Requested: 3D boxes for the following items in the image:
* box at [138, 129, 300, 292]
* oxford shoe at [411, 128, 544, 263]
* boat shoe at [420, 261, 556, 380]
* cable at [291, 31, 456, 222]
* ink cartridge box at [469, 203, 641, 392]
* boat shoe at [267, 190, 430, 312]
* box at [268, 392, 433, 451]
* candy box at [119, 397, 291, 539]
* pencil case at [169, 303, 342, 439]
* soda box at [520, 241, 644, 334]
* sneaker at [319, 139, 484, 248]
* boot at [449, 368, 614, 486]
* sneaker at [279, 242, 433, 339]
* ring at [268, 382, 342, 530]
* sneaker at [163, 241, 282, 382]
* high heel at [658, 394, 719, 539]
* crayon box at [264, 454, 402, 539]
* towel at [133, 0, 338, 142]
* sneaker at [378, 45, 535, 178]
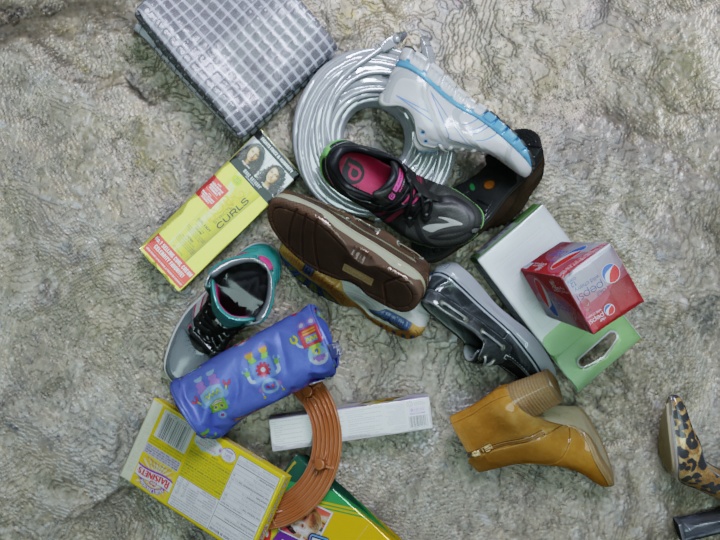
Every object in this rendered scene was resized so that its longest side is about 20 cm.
[{"bbox_3d":[-0.165,-0.071,1.201,0.200,0.050,0.075,-43,94,-1],"label":"box"},{"bbox_3d":[0.146,-0.069,1.200,0.199,0.085,0.073,-39,51,-5],"label":"oxford shoe"},{"bbox_3d":[0.145,0.080,1.201,0.200,0.072,0.071,43,70,-10],"label":"boat shoe"},{"bbox_3d":[0.016,-0.158,1.197,0.197,0.069,0.203,-21,96,-5],"label":"cable"},{"bbox_3d":[0.233,0.031,1.222,0.103,0.059,0.201,-38,94,-2],"label":"ink cartridge box"},{"bbox_3d":[-0.010,-0.031,1.152,0.201,0.075,0.075,35,132,2],"label":"boat shoe"},{"bbox_3d":[-0.011,0.181,1.223,0.196,0.039,0.042,-9,90,-3],"label":"box"},{"bbox_3d":[-0.182,0.238,1.179,0.198,0.026,0.104,26,93,23],"label":"candy box"},{"bbox_3d":[-0.114,0.118,1.148,0.197,0.078,0.088,-28,89,0],"label":"pencil case"},{"bbox_3d":[0.232,0.015,1.091,0.063,0.200,0.071,-31,93,-1],"label":"soda box"},{"bbox_3d":[0.043,-0.080,1.123,0.197,0.084,0.078,23,93,-2],"label":"sneaker"},{"bbox_3d":[0.206,0.213,1.228,0.143,0.071,0.202,-30,117,19],"label":"boot"},{"bbox_3d":[0.000,0.000,1.212,0.198,0.075,0.089,30,74,-7],"label":"sneaker"},{"bbox_3d":[-0.116,0.198,1.187,0.196,0.019,0.205,-4,79,19],"label":"ring"},{"bbox_3d":[-0.160,0.055,1.169,0.083,0.121,0.201,36,90,-4],"label":"sneaker"},{"bbox_3d":[0.439,0.227,1.229,0.140,0.072,0.204,-14,108,3],"label":"high heel"},{"bbox_3d":[-0.066,0.350,1.190,0.172,0.058,0.201,38,90,16],"label":"crayon box"},{"bbox_3d":[-0.147,-0.276,1.179,0.165,0.086,0.200,-44,93,-2],"label":"towel"},{"bbox_3d":[0.105,-0.157,1.144,0.199,0.075,0.087,37,95,1],"label":"sneaker"}]
